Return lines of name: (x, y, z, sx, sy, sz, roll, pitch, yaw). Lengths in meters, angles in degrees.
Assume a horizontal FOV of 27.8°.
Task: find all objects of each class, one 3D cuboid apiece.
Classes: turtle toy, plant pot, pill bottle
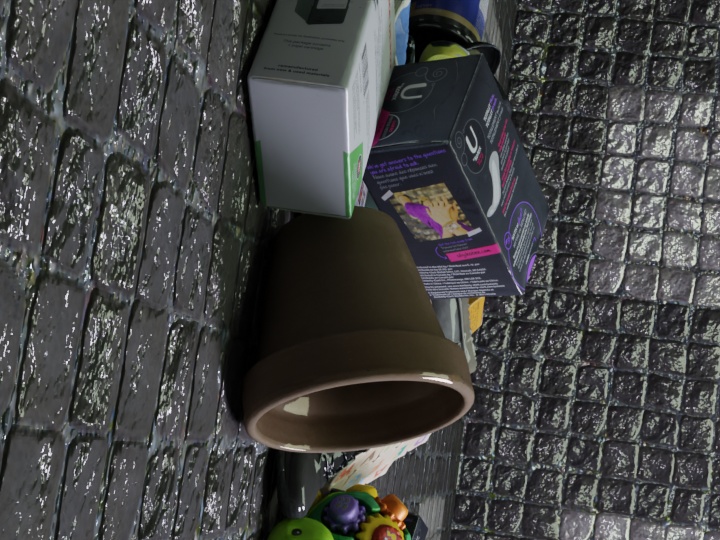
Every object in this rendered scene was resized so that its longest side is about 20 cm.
turtle toy: (-0.018, 0.280, 1.442, 0.199, 0.101, 0.147, 6, 69, -40)
plant pot: (-0.009, 0.046, 1.257, 0.201, 0.198, 0.177, 74, 8, -66)
pill bottle: (0.107, -0.345, 1.819, 0.112, 0.110, 0.202, 81, 18, -58)

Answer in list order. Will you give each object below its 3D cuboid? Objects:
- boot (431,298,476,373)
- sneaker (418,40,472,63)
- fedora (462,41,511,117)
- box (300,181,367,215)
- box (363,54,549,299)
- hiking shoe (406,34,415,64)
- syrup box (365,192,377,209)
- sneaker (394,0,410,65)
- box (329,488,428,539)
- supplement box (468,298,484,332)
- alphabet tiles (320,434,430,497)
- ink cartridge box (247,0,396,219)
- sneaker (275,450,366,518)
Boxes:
boot: (0.032, 0.082, 1.604, 0.072, 0.199, 0.184, 5, -66, 59)
sneaker: (0.094, -0.149, 1.579, 0.091, 0.077, 0.202, -61, 150, -53)
fedora: (0.112, -0.174, 1.742, 0.200, 0.092, 0.201, -35, 159, -16)
box: (-0.028, -0.051, 1.444, 0.119, 0.041, 0.202, 77, 24, -62)
box: (0.088, -0.083, 1.365, 0.201, 0.105, 0.123, 61, 38, -38)
hiking shoe: (0.031, -0.169, 1.600, 0.087, 0.073, 0.201, 83, 16, -51)
syrup box: (0.039, -0.035, 1.725, 0.200, 0.080, 0.080, 74, 25, -63)
sneaker: (0.014, -0.224, 1.478, 0.111, 0.076, 0.202, 99, -9, -66)
box: (-0.007, 0.352, 1.573, 0.122, 0.105, 0.202, 69, 38, -72)
supplement box: (0.061, 0.087, 1.713, 0.200, 0.066, 0.069, -41, 147, -27)
alphabet tiles: (0.027, 0.197, 1.618, 0.199, 0.015, 0.196, -25, 157, -43)
ink cartridge box: (-0.028, -0.168, 1.228, 0.147, 0.083, 0.201, 88, 13, -47)
sneaker: (-0.030, 0.162, 1.430, 0.201, 0.090, 0.076, -71, 167, -46)
